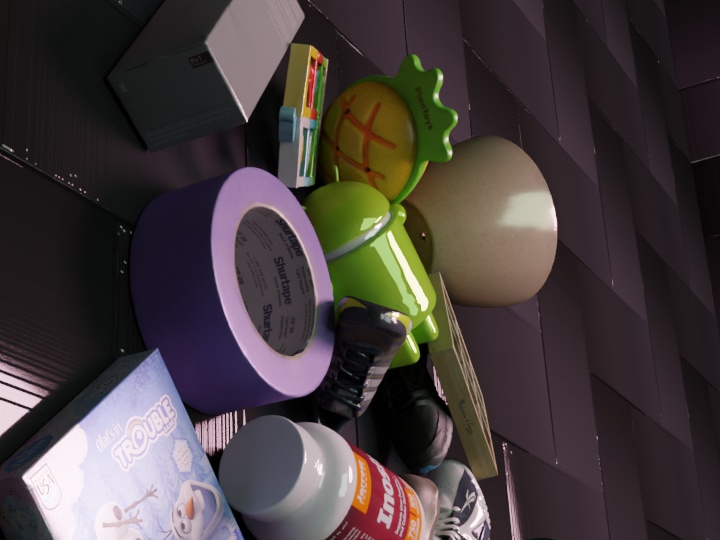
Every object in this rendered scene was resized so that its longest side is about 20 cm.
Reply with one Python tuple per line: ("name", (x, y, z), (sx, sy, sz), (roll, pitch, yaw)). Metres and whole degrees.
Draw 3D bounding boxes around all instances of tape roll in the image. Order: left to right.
("tape roll", (-0.106, 0.018, 1.183), (0.200, 0.085, 0.201), (43, 39, -50))

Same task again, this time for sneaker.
("sneaker", (-0.004, 0.092, 1.280), (0.200, 0.073, 0.081), (109, -3, -59))
("sneaker", (0.041, 0.118, 1.461), (0.082, 0.073, 0.201), (34, 36, -50))
("sneaker", (0.078, 0.277, 1.426), (0.130, 0.079, 0.200), (51, 44, -57))

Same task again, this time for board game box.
("board game box", (-0.168, 0.189, 1.007), (0.200, 0.043, 0.200), (67, 26, -14))

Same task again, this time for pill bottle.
("pill bottle", (-0.033, 0.201, 1.198), (0.200, 0.112, 0.114), (42, 41, -50))

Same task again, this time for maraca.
("maraca", (0.025, -0.138, 1.419), (0.107, 0.200, 0.138), (-14, 79, -43))

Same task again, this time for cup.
("cup", (0.102, -0.044, 1.563), (0.143, 0.200, 0.202), (-14, 89, -36))

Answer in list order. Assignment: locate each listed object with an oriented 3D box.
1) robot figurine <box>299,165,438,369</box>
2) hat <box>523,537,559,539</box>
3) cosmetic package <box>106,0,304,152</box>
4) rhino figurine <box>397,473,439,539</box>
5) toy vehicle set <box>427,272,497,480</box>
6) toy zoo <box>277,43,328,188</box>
("robot figurine", (0.000, 0.000, 1.367), (0.175, 0.115, 0.201), (-45, 114, -45))
("hat", (0.145, 0.332, 1.420), (0.176, 0.199, 0.167), (37, 56, -43))
("cosmetic package", (-0.132, -0.199, 1.222), (0.090, 0.106, 0.201), (60, 31, -30))
("rhino figurine", (0.032, 0.280, 1.320), (0.060, 0.087, 0.201), (52, 33, -38))
("toy vehicle set", (0.106, 0.116, 1.493), (0.125, 0.026, 0.201), (-96, 168, -51))
("toy zoo", (-0.056, -0.146, 1.320), (0.200, 0.020, 0.132), (-45, 142, -85))
